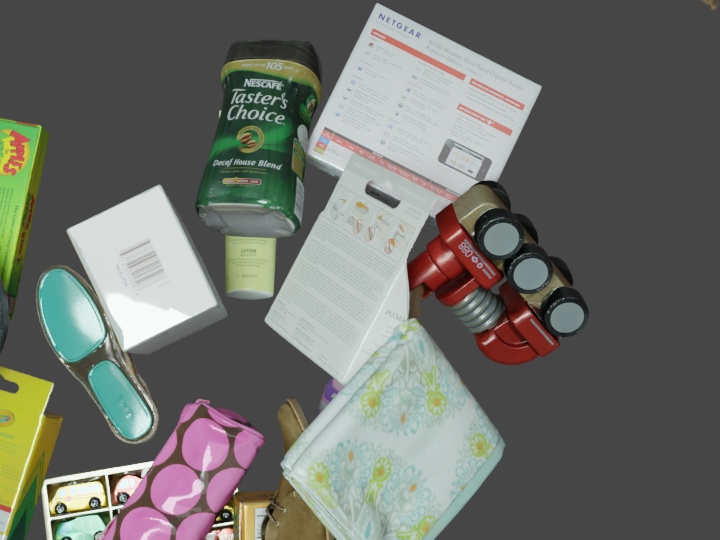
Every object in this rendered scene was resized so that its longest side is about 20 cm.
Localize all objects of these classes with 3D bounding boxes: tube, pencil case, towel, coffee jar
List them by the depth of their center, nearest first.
[{"bbox_3d":[0.035,0.174,1.139,0.200,0.048,0.172,-47,119,-23],"label":"towel"},{"bbox_3d":[-0.181,0.222,1.202,0.093,0.091,0.201,33,82,7],"label":"pencil case"},{"bbox_3d":[-0.099,-0.138,1.230,0.103,0.085,0.201,2,67,14],"label":"coffee jar"},{"bbox_3d":[-0.115,-0.072,1.276,0.058,0.052,0.202,12,74,-41],"label":"tube"}]

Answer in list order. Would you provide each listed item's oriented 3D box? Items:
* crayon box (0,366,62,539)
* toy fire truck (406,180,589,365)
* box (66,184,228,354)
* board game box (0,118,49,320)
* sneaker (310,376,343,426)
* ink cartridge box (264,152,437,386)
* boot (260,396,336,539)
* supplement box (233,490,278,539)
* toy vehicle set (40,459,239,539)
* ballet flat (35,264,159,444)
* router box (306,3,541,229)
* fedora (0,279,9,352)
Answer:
[{"bbox_3d":[-0.381,0.194,1.223,0.126,0.051,0.201,16,85,12],"label":"crayon box"},{"bbox_3d":[0.108,0.040,1.232,0.200,0.129,0.176,-37,115,14],"label":"toy fire truck"},{"bbox_3d":[-0.201,0.005,1.186,0.097,0.200,0.125,-26,87,-5],"label":"box"},{"bbox_3d":[-0.393,-0.057,1.256,0.101,0.048,0.202,10,85,-3],"label":"board game box"},{"bbox_3d":[0.044,0.151,1.257,0.199,0.081,0.089,8,61,-8],"label":"sneaker"},{"bbox_3d":[0.000,0.000,1.210,0.050,0.161,0.201,27,94,-38],"label":"ink cartridge box"},{"bbox_3d":[-0.063,0.222,1.159,0.075,0.074,0.202,-11,93,-6],"label":"boot"},{"bbox_3d":[-0.028,0.257,1.231,0.198,0.067,0.069,3,87,-11],"label":"supplement box"},{"bbox_3d":[-0.220,0.260,1.251,0.198,0.027,0.125,-9,86,-4],"label":"toy vehicle set"},{"bbox_3d":[-0.267,0.087,1.243,0.068,0.067,0.201,-28,87,1],"label":"ballet flat"},{"bbox_3d":[0.065,-0.155,1.292,0.199,0.049,0.180,27,84,-1],"label":"router box"},{"bbox_3d":[-0.430,0.042,1.178,0.199,0.092,0.202,0,96,-2],"label":"fedora"}]
